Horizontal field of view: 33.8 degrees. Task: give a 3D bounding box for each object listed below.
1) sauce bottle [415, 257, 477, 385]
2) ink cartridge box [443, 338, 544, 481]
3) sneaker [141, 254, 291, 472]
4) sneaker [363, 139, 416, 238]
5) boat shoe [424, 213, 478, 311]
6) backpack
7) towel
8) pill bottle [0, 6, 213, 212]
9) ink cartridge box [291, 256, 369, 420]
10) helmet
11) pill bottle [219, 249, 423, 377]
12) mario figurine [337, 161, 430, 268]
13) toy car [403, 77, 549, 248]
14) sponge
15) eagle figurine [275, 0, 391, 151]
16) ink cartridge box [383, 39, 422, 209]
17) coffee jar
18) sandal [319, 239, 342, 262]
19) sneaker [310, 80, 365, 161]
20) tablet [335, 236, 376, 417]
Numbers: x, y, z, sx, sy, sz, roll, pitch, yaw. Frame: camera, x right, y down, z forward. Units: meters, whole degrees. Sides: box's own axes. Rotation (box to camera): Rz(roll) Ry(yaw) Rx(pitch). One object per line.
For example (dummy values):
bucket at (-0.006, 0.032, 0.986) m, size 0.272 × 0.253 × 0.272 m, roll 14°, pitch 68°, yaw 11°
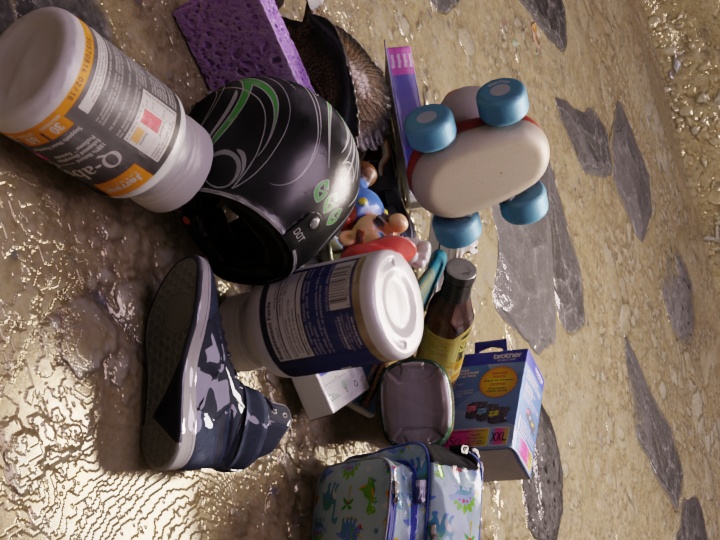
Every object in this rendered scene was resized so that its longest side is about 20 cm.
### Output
sauce bottle at (0.112, 0.071, 1.521) m, size 0.201 × 0.066 × 0.066 m, roll 100°, pitch 7°, yaw -45°
ink cartridge box at (0.168, 0.184, 1.598) m, size 0.077 × 0.136 × 0.201 m, roll 61°, pitch 32°, yaw -36°
sneaker at (-0.134, 0.095, 1.145) m, size 0.146 × 0.077 × 0.203 m, roll 16°, pitch 75°, yaw -46°
sneaker at (0.017, -0.087, 1.502) m, size 0.079 × 0.078 × 0.201 m, roll 42°, pitch 33°, yaw -54°
boat shoe at (0.127, -0.040, 1.618) m, size 0.071 × 0.069 × 0.201 m, roll -53°, pitch 149°, yaw -84°
backpack at (0.035, 0.295, 1.286) m, size 0.146 × 0.183 × 0.201 m, roll 11°, pitch 70°, yaw -34°
towel at (0.052, 0.066, 1.441) m, size 0.147 × 0.022 × 0.200 m, roll -68°, pitch 171°, yaw 26°
pill bottle at (-0.227, -0.134, 1.045) m, size 0.200 × 0.116 × 0.117 m, roll 36°, pitch 49°, yaw -50°
ink cartridge box at (-0.060, 0.059, 1.331) m, size 0.099 × 0.039 × 0.201 m, roll -23°, pitch 92°, yaw -61°
helmet at (-0.097, -0.101, 1.198) m, size 0.200 × 0.199 × 0.191 m, roll 54°, pitch 49°, yaw -36°
pill bottle at (-0.045, 0.050, 1.207) m, size 0.111 × 0.199 × 0.112 m, roll 28°, pitch 56°, yaw -54°
mario figurine at (0.017, -0.066, 1.318) m, size 0.106 × 0.123 × 0.200 m, roll 102°, pitch -24°, yaw -43°
toy car at (0.130, -0.168, 1.498) m, size 0.200 × 0.176 × 0.185 m, roll -111°, pitch -179°, yaw -53°
sponge at (-0.114, -0.210, 1.281) m, size 0.201 × 0.111 × 0.030 m, roll 65°, pitch 33°, yaw -21°
eagle figurine at (-0.043, -0.233, 1.359) m, size 0.200 × 0.151 × 0.152 m, roll 35°, pitch 56°, yaw 11°
ink cartridge box at (0.066, -0.191, 1.580) m, size 0.200 × 0.043 × 0.197 m, roll 83°, pitch -3°, yaw -86°
coffee jar at (0.071, 0.162, 1.425) m, size 0.200 × 0.085 × 0.105 m, roll 53°, pitch 33°, yaw -82°
sandal at (0.000, 0.000, 1.410) m, size 0.201 × 0.057 × 0.080 m, roll 48°, pitch 22°, yaw -47°
sneaker at (-0.028, -0.176, 1.465) m, size 0.075 × 0.070 × 0.201 m, roll 20°, pitch 72°, yaw -52°
tablet at (-0.013, 0.068, 1.451) m, size 0.130 × 0.014 × 0.201 m, roll 38°, pitch 48°, yaw -49°
